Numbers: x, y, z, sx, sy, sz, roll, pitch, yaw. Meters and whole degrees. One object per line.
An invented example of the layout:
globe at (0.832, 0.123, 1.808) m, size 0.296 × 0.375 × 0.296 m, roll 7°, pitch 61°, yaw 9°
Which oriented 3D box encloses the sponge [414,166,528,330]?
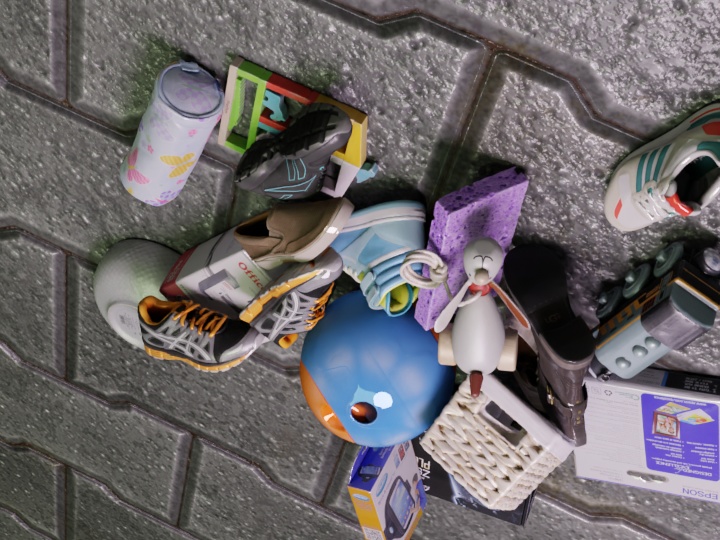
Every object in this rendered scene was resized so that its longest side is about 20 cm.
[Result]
sponge at (0.124, -0.023, 1.309) m, size 0.030 × 0.111 × 0.200 m, roll 51°, pitch 151°, yaw 31°

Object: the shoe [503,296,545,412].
shoe at (0.215, 0.117, 1.442) m, size 0.070 × 0.053 × 0.200 m, roll 2°, pitch 133°, yaw 29°

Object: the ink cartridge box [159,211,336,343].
ink cartridge box at (-0.153, 0.022, 1.539) m, size 0.200 × 0.085 × 0.146 m, roll -23°, pitch 118°, yaw 42°

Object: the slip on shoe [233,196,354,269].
slip on shoe at (-0.083, -0.053, 1.351) m, size 0.061 × 0.076 × 0.200 m, roll 40°, pitch 154°, yaw -21°

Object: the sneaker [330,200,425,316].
sneaker at (0.000, 0.000, 1.381) m, size 0.079 × 0.131 × 0.200 m, roll 4°, pitch 164°, yaw -45°

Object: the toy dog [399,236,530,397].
toy dog at (0.127, 0.063, 1.263) m, size 0.131 × 0.097 × 0.200 m, roll -13°, pitch 134°, yaw 21°

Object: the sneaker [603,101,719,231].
sneaker at (0.308, -0.085, 1.143) m, size 0.070 × 0.094 × 0.200 m, roll 38°, pitch 139°, yaw -10°

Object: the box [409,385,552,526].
box at (0.155, 0.252, 1.594) m, size 0.199 × 0.086 × 0.164 m, roll 17°, pitch 140°, yaw 14°

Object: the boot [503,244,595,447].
boot at (0.217, 0.088, 1.330) m, size 0.069 × 0.201 × 0.174 m, roll -15°, pitch 142°, yaw -4°

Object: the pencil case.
pencil case at (-0.234, -0.165, 1.387) m, size 0.091 × 0.083 × 0.200 m, roll 65°, pitch 145°, yaw 21°

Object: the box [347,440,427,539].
box at (0.038, 0.299, 1.553) m, size 0.041 × 0.119 × 0.201 m, roll 11°, pitch 138°, yaw 25°

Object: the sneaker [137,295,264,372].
sneaker at (-0.217, 0.078, 1.502) m, size 0.199 × 0.078 × 0.077 m, roll 2°, pitch 126°, yaw 29°

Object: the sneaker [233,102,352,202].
sneaker at (-0.064, -0.132, 1.314) m, size 0.079 × 0.076 × 0.200 m, roll 33°, pitch 149°, yaw -27°

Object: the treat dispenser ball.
treat dispenser ball at (0.022, 0.122, 1.447) m, size 0.200 × 0.201 × 0.201 m, roll 16°, pitch 139°, yaw 15°

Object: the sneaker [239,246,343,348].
sneaker at (-0.070, 0.033, 1.386) m, size 0.077 × 0.078 × 0.200 m, roll 47°, pitch 143°, yaw -5°

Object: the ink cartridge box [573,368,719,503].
ink cartridge box at (0.365, 0.204, 1.452) m, size 0.197 × 0.043 × 0.201 m, roll 7°, pitch 133°, yaw 25°

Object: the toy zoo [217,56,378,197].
toy zoo at (-0.070, -0.160, 1.346) m, size 0.199 × 0.020 × 0.131 m, roll 25°, pitch 140°, yaw 5°

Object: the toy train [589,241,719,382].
toy train at (0.322, 0.051, 1.261) m, size 0.085 × 0.114 × 0.200 m, roll 35°, pitch 140°, yaw -7°

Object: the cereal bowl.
cereal bowl at (-0.308, 0.055, 1.665) m, size 0.199 × 0.083 × 0.201 m, roll 16°, pitch 139°, yaw 14°

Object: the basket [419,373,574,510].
basket at (0.171, 0.213, 1.406) m, size 0.135 × 0.123 × 0.200 m, roll 41°, pitch -178°, yaw 20°
